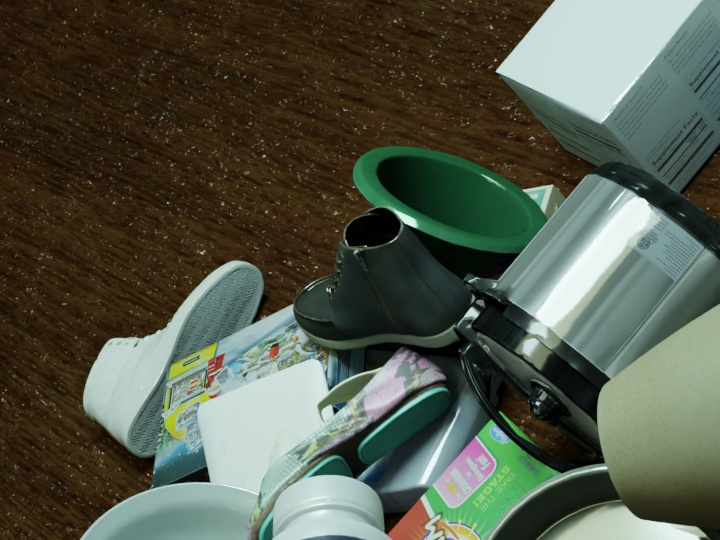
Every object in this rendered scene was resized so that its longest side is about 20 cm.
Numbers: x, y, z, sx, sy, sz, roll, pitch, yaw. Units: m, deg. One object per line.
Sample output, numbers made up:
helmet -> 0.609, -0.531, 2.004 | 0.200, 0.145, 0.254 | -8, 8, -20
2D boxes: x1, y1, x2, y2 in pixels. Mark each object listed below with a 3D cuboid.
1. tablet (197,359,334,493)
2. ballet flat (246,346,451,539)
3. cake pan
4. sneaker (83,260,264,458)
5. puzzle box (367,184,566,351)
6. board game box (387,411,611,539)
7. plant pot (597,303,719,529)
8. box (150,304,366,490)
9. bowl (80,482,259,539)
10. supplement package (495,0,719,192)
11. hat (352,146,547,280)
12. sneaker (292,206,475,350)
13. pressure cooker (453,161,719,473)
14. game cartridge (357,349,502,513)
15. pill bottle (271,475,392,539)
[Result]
tablet -> -0.062, 0.183, 1.686 | 0.130, 0.014, 0.201 | -23, 70, 30
ballet flat -> -0.020, 0.132, 1.634 | 0.200, 0.069, 0.071 | -40, 55, -13
cake pan -> 0.163, 0.228, 1.426 | 0.200, 0.037, 0.201 | -14, 57, 23
sneaker -> -0.179, 0.064, 1.947 | 0.115, 0.074, 0.200 | 25, 77, 50
puzzle box -> 0.073, 0.002, 1.785 | 0.199, 0.025, 0.133 | -9, 50, 41
board game box -> 0.082, 0.218, 1.555 | 0.200, 0.040, 0.153 | -48, 35, -1
plant pot -> 0.258, 0.089, 1.351 | 0.199, 0.187, 0.188 | -17, 44, 26
box -> -0.084, 0.105, 1.780 | 0.200, 0.038, 0.137 | -26, 40, 29
bowl -> -0.124, 0.264, 1.621 | 0.200, 0.091, 0.202 | 3, 43, -2
supplement package -> 0.239, -0.183, 1.717 | 0.200, 0.111, 0.156 | -50, 35, -4
hat -> 0.048, 0.010, 1.737 | 0.200, 0.165, 0.177 | -80, 9, -67
sneaker -> 0.000, 0.000, 1.662 | 0.200, 0.106, 0.075 | -3, 42, 50
pressure cooker -> 0.173, 0.045, 1.509 | 0.200, 0.179, 0.176 | -50, 38, -6
game cartridge -> 0.014, 0.129, 1.718 | 0.200, 0.040, 0.134 | 2, 61, 47
pill bottle -> -0.020, 0.246, 1.502 | 0.111, 0.111, 0.200 | -30, 39, 23
